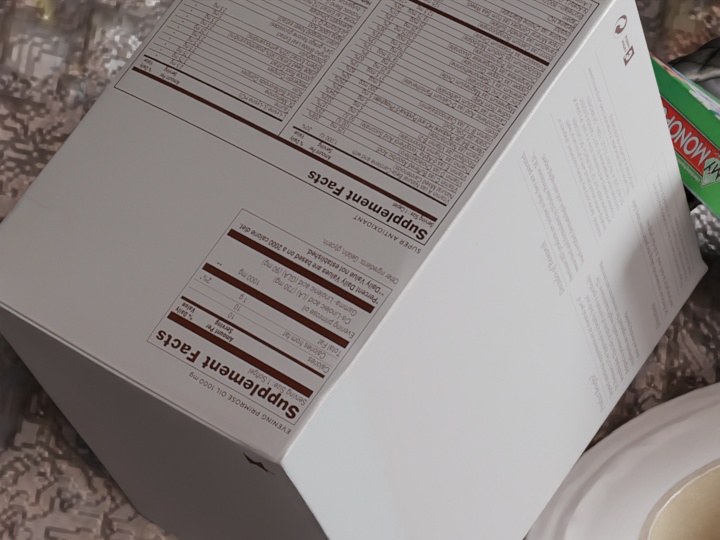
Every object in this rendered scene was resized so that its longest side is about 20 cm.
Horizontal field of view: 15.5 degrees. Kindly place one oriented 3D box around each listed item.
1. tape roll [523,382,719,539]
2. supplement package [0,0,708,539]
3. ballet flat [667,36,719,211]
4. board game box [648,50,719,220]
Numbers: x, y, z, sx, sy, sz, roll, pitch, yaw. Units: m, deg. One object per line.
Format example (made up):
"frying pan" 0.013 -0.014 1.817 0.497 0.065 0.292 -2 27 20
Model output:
"tape roll" 0.162 0.123 0.982 0.202 0.202 0.071 -30 123 -19
"supplement package" 0.000 0.000 0.935 0.147 0.192 0.200 27 71 29
"ballet flat" 0.124 -0.052 1.075 0.199 0.057 0.067 -33 95 -19
"board game box" 0.196 -0.005 1.022 0.199 0.135 0.029 30 104 -31
